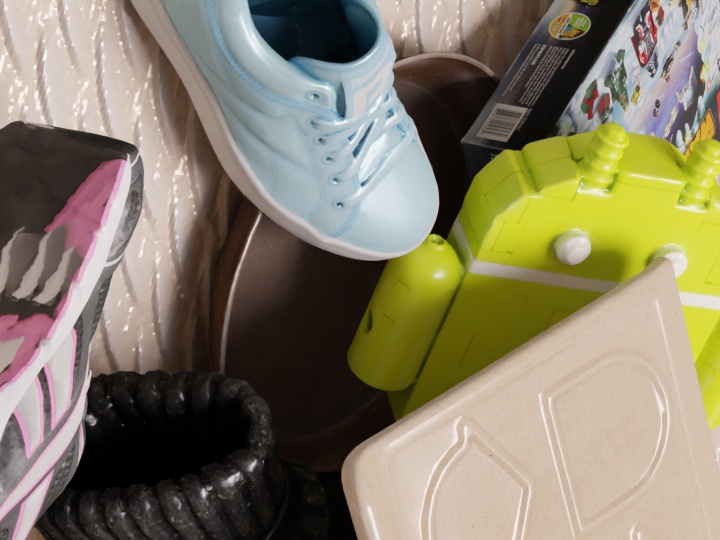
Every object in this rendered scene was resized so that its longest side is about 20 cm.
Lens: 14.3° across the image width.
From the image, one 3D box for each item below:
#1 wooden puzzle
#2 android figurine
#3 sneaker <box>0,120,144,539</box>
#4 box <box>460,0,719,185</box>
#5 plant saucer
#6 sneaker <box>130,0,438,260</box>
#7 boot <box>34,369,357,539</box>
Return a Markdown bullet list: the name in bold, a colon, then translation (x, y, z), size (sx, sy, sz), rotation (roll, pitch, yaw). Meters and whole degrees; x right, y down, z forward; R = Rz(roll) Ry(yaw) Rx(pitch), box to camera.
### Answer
- **wooden puzzle**: translation (0.073, 0.115, 1.146), size (0.200, 0.046, 0.186), rotation (-32, 117, -37)
- **android figurine**: translation (0.088, 0.019, 1.211), size (0.181, 0.041, 0.201), rotation (10, 127, -23)
- **sneaker**: translation (-0.131, 0.037, 1.044), size (0.086, 0.080, 0.201), rotation (8, 115, -59)
- **box**: translation (0.113, -0.067, 1.288), size (0.200, 0.040, 0.137), rotation (-57, 147, -36)
- **plant saucer**: translation (0.000, 0.000, 1.221), size (0.200, 0.032, 0.201), rotation (-29, 130, -41)
- **sneaker**: translation (-0.017, -0.068, 1.082), size (0.074, 0.082, 0.200), rotation (-53, 130, -16)
- **boot**: translation (-0.023, 0.091, 1.146), size (0.210, 0.080, 0.158), rotation (-23, 135, -8)
